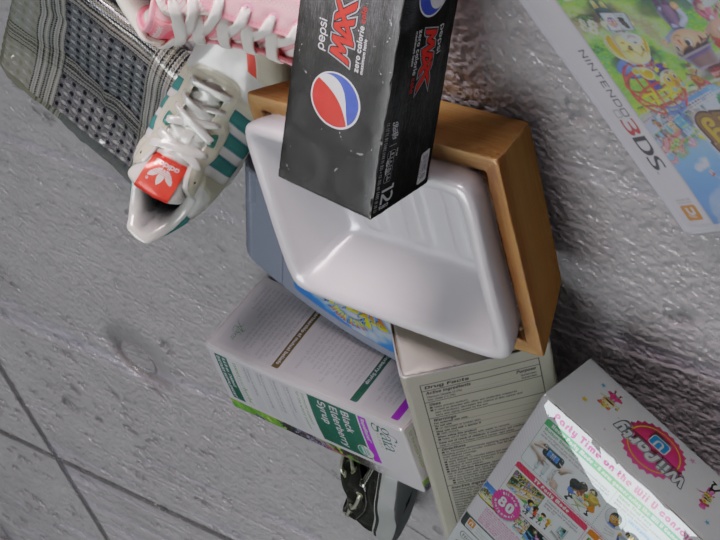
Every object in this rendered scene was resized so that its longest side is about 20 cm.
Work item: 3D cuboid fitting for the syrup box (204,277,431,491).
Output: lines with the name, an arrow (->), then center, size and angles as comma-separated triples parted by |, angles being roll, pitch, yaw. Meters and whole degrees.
syrup box -> -0.014, 0.086, 1.472 | 0.199, 0.082, 0.079 | 22, 149, 34

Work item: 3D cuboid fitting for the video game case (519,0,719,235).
video game case -> 0.194, -0.098, 0.993 | 0.182, 0.022, 0.200 | 51, 151, -20

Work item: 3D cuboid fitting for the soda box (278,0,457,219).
soda box -> 0.008, -0.135, 1.052 | 0.070, 0.063, 0.201 | 26, 126, 25

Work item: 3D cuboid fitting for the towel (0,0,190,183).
towel -> -0.191, -0.138, 1.415 | 0.192, 0.035, 0.200 | 38, 154, 4

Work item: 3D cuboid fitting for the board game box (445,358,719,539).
board game box -> 0.144, 0.181, 1.258 | 0.147, 0.064, 0.200 | 43, 131, 16

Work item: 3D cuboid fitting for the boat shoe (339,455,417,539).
boat shoe -> 0.013, 0.168, 1.566 | 0.063, 0.071, 0.200 | 25, 152, 9

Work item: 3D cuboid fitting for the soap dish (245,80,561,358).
soap dish -> 0.031, -0.040, 1.212 | 0.199, 0.081, 0.158 | 18, 140, 37

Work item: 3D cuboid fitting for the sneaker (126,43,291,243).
sneaker -> -0.105, -0.090, 1.277 | 0.070, 0.094, 0.200 | 34, 138, 0

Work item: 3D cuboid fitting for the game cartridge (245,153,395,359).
game cartridge -> 0.000, 0.000, 1.378 | 0.199, 0.041, 0.134 | 32, 156, 16

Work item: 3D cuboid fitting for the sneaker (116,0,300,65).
sneaker -> -0.074, -0.153, 1.166 | 0.200, 0.105, 0.075 | 40, 151, -2

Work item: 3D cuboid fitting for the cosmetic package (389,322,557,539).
cosmetic package -> 0.087, 0.098, 1.320 | 0.103, 0.073, 0.201 | -12, 137, 2
